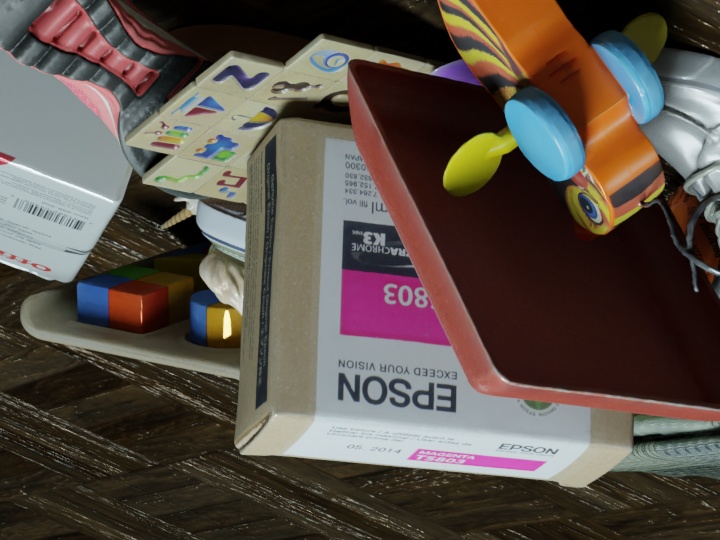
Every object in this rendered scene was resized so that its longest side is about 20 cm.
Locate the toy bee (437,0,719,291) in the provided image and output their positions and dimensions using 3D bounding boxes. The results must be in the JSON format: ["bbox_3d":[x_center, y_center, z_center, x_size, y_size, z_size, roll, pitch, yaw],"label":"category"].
[{"bbox_3d":[0.100,-0.058,1.420,0.131,0.200,0.109,-14,160,-11],"label":"toy bee"}]

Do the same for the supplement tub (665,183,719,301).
[{"bbox_3d":[0.247,0.033,1.591,0.200,0.123,0.123,21,162,-9],"label":"supplement tub"}]

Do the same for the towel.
[{"bbox_3d":[0.247,0.110,1.902,0.192,0.035,0.200,6,170,-31],"label":"towel"}]

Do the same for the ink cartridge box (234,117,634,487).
[{"bbox_3d":[0.041,0.018,1.560,0.200,0.165,0.075,6,160,-16],"label":"ink cartridge box"}]

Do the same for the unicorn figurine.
[{"bbox_3d":[-0.054,-0.014,1.798,0.137,0.074,0.200,27,-172,-1],"label":"unicorn figurine"}]

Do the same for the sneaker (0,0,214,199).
[{"bbox_3d":[-0.130,-0.120,1.611,0.200,0.074,0.087,43,-171,-33],"label":"sneaker"}]

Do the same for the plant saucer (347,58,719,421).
[{"bbox_3d":[0.091,-0.005,1.464,0.200,0.200,0.037,8,136,-42],"label":"plant saucer"}]

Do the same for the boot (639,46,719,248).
[{"bbox_3d":[0.191,-0.041,1.476,0.200,0.096,0.074,18,162,4],"label":"boot"}]

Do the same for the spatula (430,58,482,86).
[{"bbox_3d":[0.097,-0.069,1.598,0.056,0.021,0.200,-18,155,17],"label":"spatula"}]

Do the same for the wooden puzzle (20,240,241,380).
[{"bbox_3d":[-0.085,0.021,1.895,0.200,0.046,0.185,15,-160,32],"label":"wooden puzzle"}]

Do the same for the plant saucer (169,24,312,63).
[{"bbox_3d":[-0.029,-0.078,1.694,0.200,0.032,0.200,17,161,6],"label":"plant saucer"}]

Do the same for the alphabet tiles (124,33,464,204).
[{"bbox_3d":[-0.016,-0.073,1.583,0.200,0.006,0.166,11,149,-36],"label":"alphabet tiles"}]

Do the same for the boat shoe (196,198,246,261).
[{"bbox_3d":[0.000,0.000,1.699,0.200,0.062,0.072,14,-155,9],"label":"boat shoe"}]

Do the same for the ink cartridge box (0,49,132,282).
[{"bbox_3d":[-0.216,-0.074,1.807,0.144,0.084,0.200,21,161,-9],"label":"ink cartridge box"}]
